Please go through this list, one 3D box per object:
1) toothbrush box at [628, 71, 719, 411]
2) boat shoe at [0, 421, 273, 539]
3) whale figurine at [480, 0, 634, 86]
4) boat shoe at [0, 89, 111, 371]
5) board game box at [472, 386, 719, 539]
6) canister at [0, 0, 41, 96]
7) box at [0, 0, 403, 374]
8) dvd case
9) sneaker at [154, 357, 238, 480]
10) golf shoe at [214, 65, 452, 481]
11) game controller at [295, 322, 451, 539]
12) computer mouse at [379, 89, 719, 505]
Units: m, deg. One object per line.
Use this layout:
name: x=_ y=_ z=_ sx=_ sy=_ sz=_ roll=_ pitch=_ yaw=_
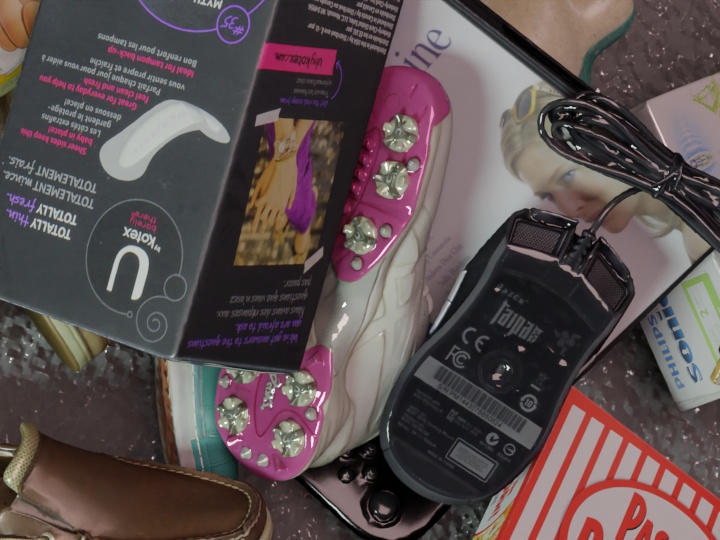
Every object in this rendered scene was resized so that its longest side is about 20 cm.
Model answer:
toothbrush box: x=0.224 y=-0.037 z=1.323 sx=0.199 sy=0.086 sz=0.146 roll=-21 pitch=86 yaw=-27
boat shoe: x=-0.142 y=0.107 z=1.193 sx=0.201 sy=0.075 sz=0.075 roll=-3 pitch=40 yaw=4
whale figurine: x=0.064 y=-0.121 z=1.313 sx=0.159 sy=0.104 sz=0.200 roll=3 pitch=52 yaw=25
boat shoe: x=-0.155 y=-0.052 z=1.253 sx=0.066 sy=0.074 sz=0.201 roll=-24 pitch=88 yaw=-11
board game box: x=0.113 y=0.170 z=1.219 sx=0.151 sy=0.046 sz=0.200 roll=37 pitch=44 yaw=-7
canister: x=-0.163 y=-0.163 z=1.215 sx=0.149 sy=0.087 sz=0.200 roll=47 pitch=44 yaw=2
box: x=-0.073 y=-0.068 z=1.152 sx=0.122 sy=0.106 sz=0.201 roll=18 pitch=93 yaw=29
dvd case: x=0.057 y=-0.038 z=1.233 sx=0.200 sy=0.143 sz=0.018 roll=37 pitch=30 yaw=-13
sneaker: x=-0.056 y=0.014 z=1.269 sx=0.080 sy=0.071 sz=0.201 roll=2 pitch=79 yaw=-10
golf shoe: x=0.000 y=0.000 z=1.219 sx=0.075 sy=0.091 sz=0.201 roll=33 pitch=109 yaw=32
game controller: x=0.043 y=0.039 z=1.306 sx=0.104 sy=0.042 sz=0.200 roll=45 pitch=73 yaw=-4
computer mouse: x=0.105 y=0.029 z=1.217 sx=0.140 sy=0.046 sz=0.200 roll=27 pitch=100 yaw=-5
